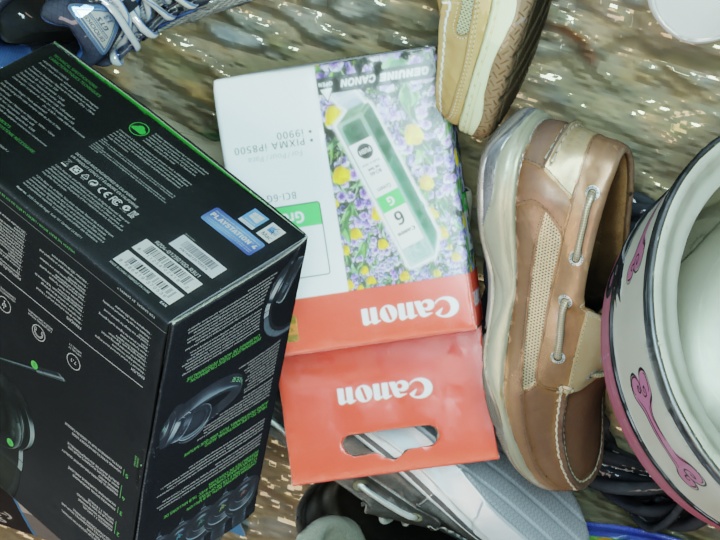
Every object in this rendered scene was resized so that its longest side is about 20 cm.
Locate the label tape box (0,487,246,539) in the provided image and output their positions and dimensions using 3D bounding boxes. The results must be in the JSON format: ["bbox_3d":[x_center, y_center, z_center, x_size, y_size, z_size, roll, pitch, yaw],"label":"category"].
[{"bbox_3d":[-0.148,0.111,1.583,0.144,0.063,0.200,16,155,14],"label":"label tape box"}]

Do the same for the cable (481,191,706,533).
[{"bbox_3d":[0.132,0.052,1.456,0.163,0.051,0.200,17,134,16],"label":"cable"}]

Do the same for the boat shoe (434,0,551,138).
[{"bbox_3d":[0.052,-0.156,1.312,0.076,0.072,0.201,17,120,8],"label":"boat shoe"}]

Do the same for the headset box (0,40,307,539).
[{"bbox_3d":[-0.127,0.029,1.383,0.174,0.093,0.200,37,138,25],"label":"headset box"}]

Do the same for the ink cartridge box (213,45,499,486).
[{"bbox_3d":[0.000,0.000,1.394,0.109,0.050,0.201,-8,93,6],"label":"ink cartridge box"}]

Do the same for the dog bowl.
[{"bbox_3d":[0.195,0.033,1.323,0.200,0.200,0.074,42,151,-11],"label":"dog bowl"}]

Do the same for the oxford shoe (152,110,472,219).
[{"bbox_3d":[-0.036,-0.048,1.458,0.199,0.071,0.074,23,109,7],"label":"oxford shoe"}]

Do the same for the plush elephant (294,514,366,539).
[{"bbox_3d":[0.011,0.211,1.514,0.199,0.155,0.165,17,93,-2],"label":"plush elephant"}]

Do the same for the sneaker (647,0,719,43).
[{"bbox_3d":[0.180,-0.152,1.230,0.078,0.099,0.200,39,133,-8],"label":"sneaker"}]

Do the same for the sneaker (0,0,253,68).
[{"bbox_3d":[-0.106,-0.132,1.396,0.200,0.085,0.077,-16,119,34],"label":"sneaker"}]

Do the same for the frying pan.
[{"bbox_3d":[0.058,0.149,1.586,0.189,0.031,0.115,15,137,2],"label":"frying pan"}]

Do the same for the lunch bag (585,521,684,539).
[{"bbox_3d":[0.153,0.234,1.551,0.200,0.127,0.170,26,128,15],"label":"lunch bag"}]

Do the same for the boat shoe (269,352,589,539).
[{"bbox_3d":[0.026,0.094,1.487,0.200,0.072,0.071,39,127,-13],"label":"boat shoe"}]

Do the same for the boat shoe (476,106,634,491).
[{"bbox_3d":[0.101,0.021,1.378,0.072,0.076,0.201,9,126,25],"label":"boat shoe"}]
